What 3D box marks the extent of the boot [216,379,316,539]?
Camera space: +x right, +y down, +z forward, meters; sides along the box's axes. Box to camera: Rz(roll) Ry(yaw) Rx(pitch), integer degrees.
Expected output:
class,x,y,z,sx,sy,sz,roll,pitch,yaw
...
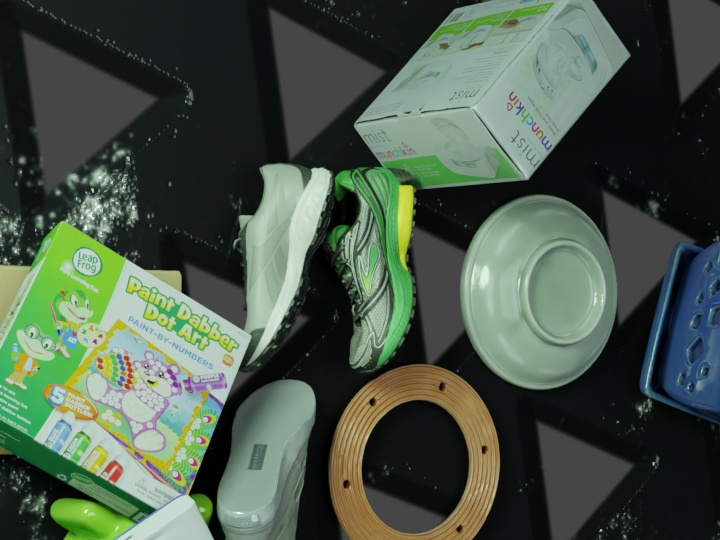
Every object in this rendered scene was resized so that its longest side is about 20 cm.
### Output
class,x,y,z,sx,sy,sz,roll,pitch,yaw
boot,-0.084,0.191,1.681,0.200,0.073,0.096,-67,158,-53

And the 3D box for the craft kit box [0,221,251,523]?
class,x,y,z,sx,sy,sz,roll,pitch,yaw
craft kit box,-0.211,0.089,1.568,0.200,0.049,0.198,32,50,-17

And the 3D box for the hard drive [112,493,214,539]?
class,x,y,z,sx,sy,sz,roll,pitch,yaw
hard drive,-0.158,0.298,1.536,0.132,0.025,0.200,-33,122,-19

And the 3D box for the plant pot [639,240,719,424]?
class,x,y,z,sx,sy,sz,roll,pitch,yaw
plant pot,0.415,0.075,1.954,0.200,0.180,0.200,21,80,-31

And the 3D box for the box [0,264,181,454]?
class,x,y,z,sx,sy,sz,roll,pitch,yaw
box,-0.250,0.078,1.622,0.200,0.021,0.164,3,87,-32

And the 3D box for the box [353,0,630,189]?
class,x,y,z,sx,sy,sz,roll,pitch,yaw
box,0.120,-0.171,1.756,0.097,0.200,0.177,49,65,-22

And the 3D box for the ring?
class,x,y,z,sx,sy,sz,roll,pitch,yaw
ring,0.051,0.191,1.816,0.200,0.019,0.201,0,90,-34

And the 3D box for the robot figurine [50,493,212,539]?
class,x,y,z,sx,sy,sz,roll,pitch,yaw
robot figurine,-0.188,0.272,1.605,0.200,0.116,0.176,41,63,-26

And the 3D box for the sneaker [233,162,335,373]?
class,x,y,z,sx,sy,sz,roll,pitch,yaw
sneaker,-0.084,-0.004,1.711,0.079,0.074,0.201,17,88,5

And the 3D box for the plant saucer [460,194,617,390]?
class,x,y,z,sx,sy,sz,roll,pitch,yaw
plant saucer,0.195,0.022,1.891,0.200,0.050,0.201,1,88,-33

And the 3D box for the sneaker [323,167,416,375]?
class,x,y,z,sx,sy,sz,roll,pitch,yaw
sneaker,0.000,0.000,1.761,0.085,0.078,0.200,5,78,-26
